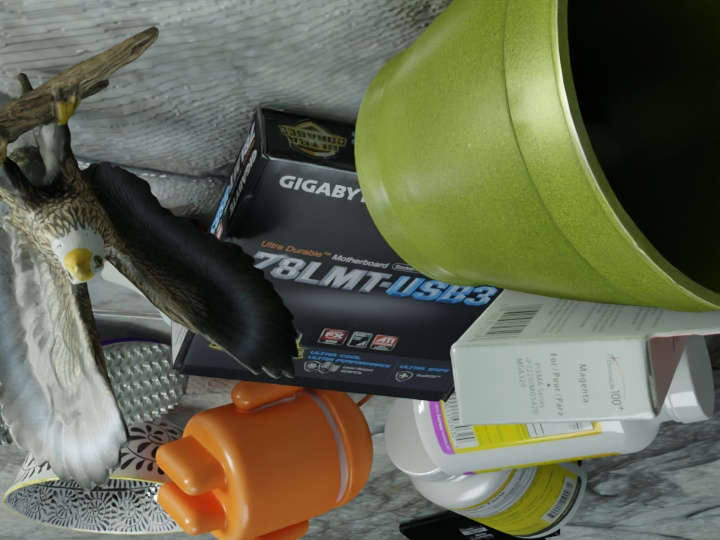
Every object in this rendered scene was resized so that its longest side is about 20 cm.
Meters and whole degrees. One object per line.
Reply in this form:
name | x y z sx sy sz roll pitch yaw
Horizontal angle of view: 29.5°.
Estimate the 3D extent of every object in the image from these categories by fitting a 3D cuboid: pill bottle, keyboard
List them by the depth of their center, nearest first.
pill bottle | 0.145 0.085 0.980 0.200 0.104 0.104 -12 153 25
pill bottle | 0.110 0.164 1.212 0.112 0.113 0.200 -15 151 31
keyboard | 0.148 0.304 1.633 0.200 0.040 0.104 -21 125 41

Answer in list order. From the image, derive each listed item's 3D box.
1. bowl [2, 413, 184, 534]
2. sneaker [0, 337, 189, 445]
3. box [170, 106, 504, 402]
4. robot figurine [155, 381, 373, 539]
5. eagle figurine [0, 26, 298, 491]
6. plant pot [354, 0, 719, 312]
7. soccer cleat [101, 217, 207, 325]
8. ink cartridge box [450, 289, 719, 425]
bowl | -0.223 0.175 1.263 0.200 0.094 0.201 0 156 0
sneaker | -0.241 0.083 1.103 0.200 0.070 0.099 -6 -162 -32
box | 0.000 0.000 0.865 0.200 0.050 0.199 9 137 -21
robot figurine | -0.074 0.163 1.170 0.200 0.144 0.117 -14 169 -31
eagle figurine | -0.144 -0.004 0.736 0.152 0.151 0.200 -14 116 25
plant pot | 0.101 -0.067 0.637 0.200 0.201 0.193 17 162 -32
soccer cleat | -0.094 0.022 0.964 0.085 0.069 0.200 -12 149 37
ink cartridge box | 0.154 0.022 0.677 0.173 0.044 0.200 -4 -167 21
